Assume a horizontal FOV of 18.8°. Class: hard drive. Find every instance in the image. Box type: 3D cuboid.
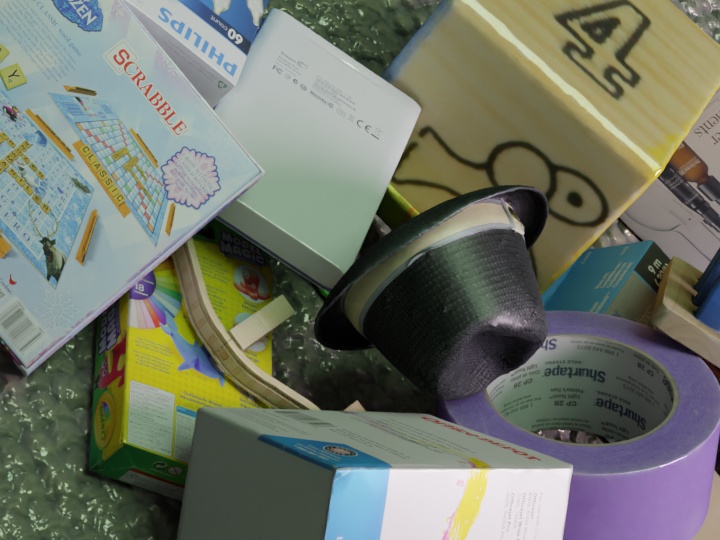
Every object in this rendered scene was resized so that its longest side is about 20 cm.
[{"bbox_3d":[-0.040,-0.087,1.501,0.131,0.025,0.201,33,41,-8],"label":"hard drive"}]

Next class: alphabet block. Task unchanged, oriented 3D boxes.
[{"bbox_3d":[0.131,-0.128,1.652,0.200,0.195,0.197,42,44,-2],"label":"alphabet block"}]

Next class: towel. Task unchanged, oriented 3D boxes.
[{"bbox_3d":[0.017,-0.057,1.589,0.200,0.086,0.018,45,79,4],"label":"towel"}]

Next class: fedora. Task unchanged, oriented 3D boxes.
[{"bbox_3d":[0.065,0.029,1.439,0.200,0.201,0.092,-12,64,-45],"label":"fedora"}]

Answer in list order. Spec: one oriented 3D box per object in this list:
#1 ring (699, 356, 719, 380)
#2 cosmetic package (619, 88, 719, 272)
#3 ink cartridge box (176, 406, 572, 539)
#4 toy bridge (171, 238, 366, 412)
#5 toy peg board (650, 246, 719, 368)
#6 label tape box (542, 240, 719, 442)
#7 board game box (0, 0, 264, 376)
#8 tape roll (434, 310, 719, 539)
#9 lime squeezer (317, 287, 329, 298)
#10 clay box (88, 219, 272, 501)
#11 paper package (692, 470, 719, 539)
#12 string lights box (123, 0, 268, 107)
[{"bbox_3d":[0.331,0.094,1.667,0.199,0.019,0.201,26,21,-11],"label":"ring"},{"bbox_3d":[0.301,-0.083,1.776,0.151,0.200,0.052,41,44,-9],"label":"cosmetic package"},{"bbox_3d":[0.007,0.172,1.347,0.199,0.147,0.146,4,98,-39],"label":"ink cartridge box"},{"bbox_3d":[-0.072,0.040,1.424,0.201,0.027,0.067,54,40,2],"label":"toy bridge"},{"bbox_3d":[0.328,0.033,1.609,0.198,0.098,0.200,33,14,3],"label":"toy peg board"},{"bbox_3d":[0.208,0.049,1.705,0.200,0.063,0.144,47,41,-5],"label":"label tape box"},{"bbox_3d":[-0.198,-0.074,1.375,0.199,0.041,0.200,-39,91,-11],"label":"board game box"},{"bbox_3d":[0.149,0.116,1.513,0.198,0.086,0.201,1,32,-1],"label":"tape roll"},{"bbox_3d":[0.000,0.000,1.578,0.199,0.038,0.071,21,50,-28],"label":"lime squeezer"},{"bbox_3d":[-0.116,0.052,1.433,0.114,0.048,0.201,23,48,-29],"label":"clay box"},{"bbox_3d":[0.221,0.259,1.542,0.191,0.103,0.200,51,43,0],"label":"paper package"},{"bbox_3d":[-0.117,-0.205,1.511,0.102,0.059,0.201,37,42,-20],"label":"string lights box"}]
